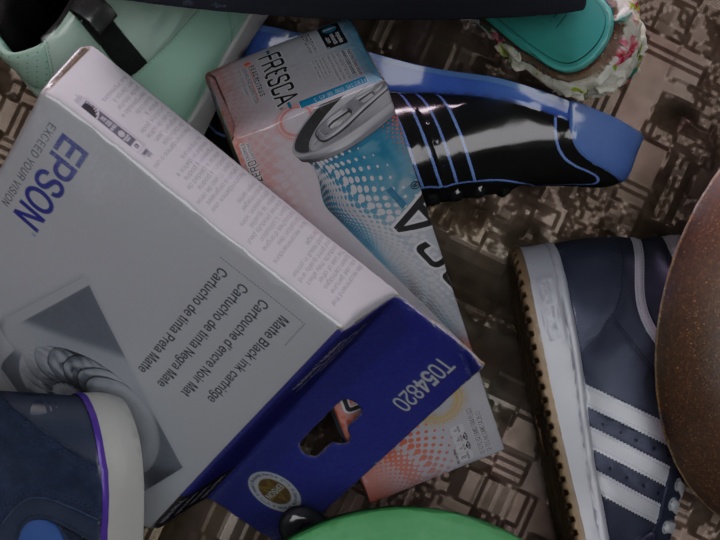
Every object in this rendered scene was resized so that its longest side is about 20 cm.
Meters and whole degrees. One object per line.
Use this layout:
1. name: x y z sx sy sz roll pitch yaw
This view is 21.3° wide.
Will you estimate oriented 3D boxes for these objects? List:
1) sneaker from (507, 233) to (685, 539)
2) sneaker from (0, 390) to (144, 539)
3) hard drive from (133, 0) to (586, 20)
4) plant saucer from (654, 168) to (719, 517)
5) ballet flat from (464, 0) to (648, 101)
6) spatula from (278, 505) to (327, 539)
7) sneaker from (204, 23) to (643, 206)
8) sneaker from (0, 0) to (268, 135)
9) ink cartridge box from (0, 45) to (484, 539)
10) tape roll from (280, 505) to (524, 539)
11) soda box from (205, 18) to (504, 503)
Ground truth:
1. sneaker: 0.137 0.079 0.868 0.108 0.070 0.202 -11 88 -4
2. sneaker: -0.165 0.146 0.774 0.145 0.080 0.202 -3 103 -27
3. hard drive: -0.007 -0.167 0.773 0.198 0.042 0.136 0 63 -14
4. plant saucer: 0.214 0.024 0.846 0.199 0.034 0.202 -10 108 -33
5. ballet flat: 0.055 -0.146 0.858 0.076 0.064 0.200 -44 67 15
6. spatula: 0.041 0.167 0.865 0.200 0.021 0.057 38 93 -14
7. sneaker: 0.024 -0.053 0.862 0.198 0.070 0.079 13 90 2
8. sneaker: -0.083 -0.149 0.802 0.073 0.118 0.202 11 72 32
9. ink cartridge box: -0.077 0.032 0.794 0.200 0.200 0.041 37 49 -4
10. tape roll: 0.017 0.201 0.803 0.199 0.048 0.202 0 84 -4
11. soda box: 0.000 0.000 0.811 0.068 0.064 0.201 -22 125 -3
